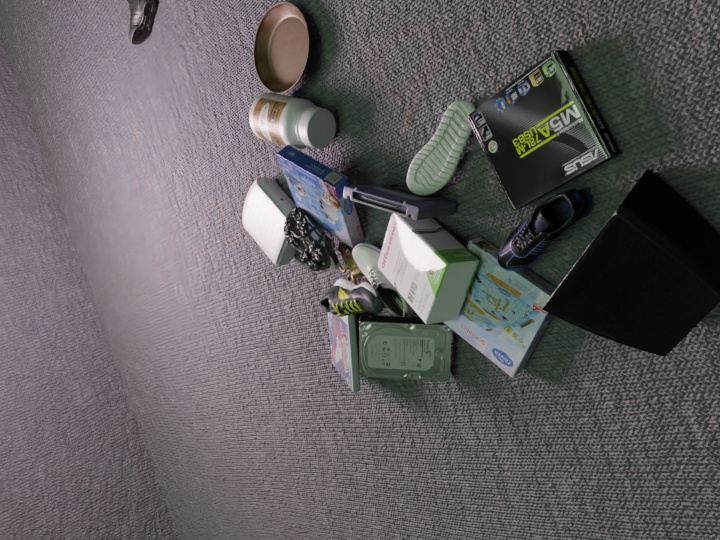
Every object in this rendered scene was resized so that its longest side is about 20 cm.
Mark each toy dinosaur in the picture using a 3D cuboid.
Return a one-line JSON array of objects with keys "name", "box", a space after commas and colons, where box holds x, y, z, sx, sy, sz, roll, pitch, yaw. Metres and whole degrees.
[{"name": "toy dinosaur", "box": [0.000, 0.000, 1.395, 0.200, 0.058, 0.101, 29, 123, 36]}]

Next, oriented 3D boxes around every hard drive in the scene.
[{"name": "hard drive", "box": [0.096, 0.169, 1.290, 0.199, 0.038, 0.140, 2, 111, 5]}]

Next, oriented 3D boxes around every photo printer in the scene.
[{"name": "photo printer", "box": [-0.236, -0.136, 1.579, 0.200, 0.069, 0.167, 47, 133, 24]}]

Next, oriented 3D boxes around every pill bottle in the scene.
[{"name": "pill bottle", "box": [-0.157, -0.344, 1.385, 0.200, 0.114, 0.115, 23, 121, 39]}]

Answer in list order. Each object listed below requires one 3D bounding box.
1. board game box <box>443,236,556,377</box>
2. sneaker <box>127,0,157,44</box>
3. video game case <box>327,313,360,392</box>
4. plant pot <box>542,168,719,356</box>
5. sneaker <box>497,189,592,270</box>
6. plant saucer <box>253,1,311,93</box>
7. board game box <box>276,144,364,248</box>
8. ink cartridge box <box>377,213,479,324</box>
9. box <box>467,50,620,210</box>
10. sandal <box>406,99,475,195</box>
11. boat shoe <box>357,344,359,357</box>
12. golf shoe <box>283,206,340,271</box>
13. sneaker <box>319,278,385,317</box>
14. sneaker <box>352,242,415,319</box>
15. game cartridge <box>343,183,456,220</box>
[{"name": "board game box", "box": [0.264, 0.071, 1.157, 0.200, 0.041, 0.200, 40, 130, 30]}, {"name": "sneaker", "box": [-0.665, -0.790, 1.790, 0.104, 0.060, 0.200, 55, 131, 14]}, {"name": "video game case", "box": [-0.045, 0.173, 1.476, 0.182, 0.023, 0.201, -142, 45, -66]}, {"name": "plant pot", "box": [0.418, 0.002, 0.871, 0.177, 0.200, 0.200, 37, 129, 17]}, {"name": "sneaker", "box": [0.300, -0.068, 1.019, 0.200, 0.078, 0.070, -47, 65, 33]}, {"name": "plant saucer", "box": [-0.175, -0.513, 1.383, 0.200, 0.037, 0.201, 8, 102, 42]}, {"name": "board game box", "box": [-0.090, -0.168, 1.370, 0.200, 0.043, 0.199, 34, 157, 33]}, {"name": "ink cartridge box", "box": [0.129, -0.012, 1.200, 0.200, 0.084, 0.146, 51, 137, 43]}, {"name": "box", "box": [0.300, -0.229, 1.003, 0.200, 0.047, 0.194, -30, 80, 48]}, {"name": "sandal", "box": [0.164, -0.230, 1.148, 0.082, 0.050, 0.203, 39, 118, 11]}, {"name": "boat shoe", "box": [0.045, 0.177, 1.414, 0.200, 0.073, 0.065, -13, 71, 55]}, {"name": "golf shoe", "box": [-0.117, -0.070, 1.440, 0.078, 0.094, 0.200, -45, 55, 23]}, {"name": "sneaker", "box": [-0.019, 0.074, 1.315, 0.075, 0.085, 0.200, 58, 157, -20]}, {"name": "sneaker", "box": [0.051, 0.022, 1.313, 0.200, 0.071, 0.073, 48, 117, 6]}, {"name": "game cartridge", "box": [0.079, -0.144, 1.204, 0.200, 0.129, 0.038, 22, 118, 39]}]
